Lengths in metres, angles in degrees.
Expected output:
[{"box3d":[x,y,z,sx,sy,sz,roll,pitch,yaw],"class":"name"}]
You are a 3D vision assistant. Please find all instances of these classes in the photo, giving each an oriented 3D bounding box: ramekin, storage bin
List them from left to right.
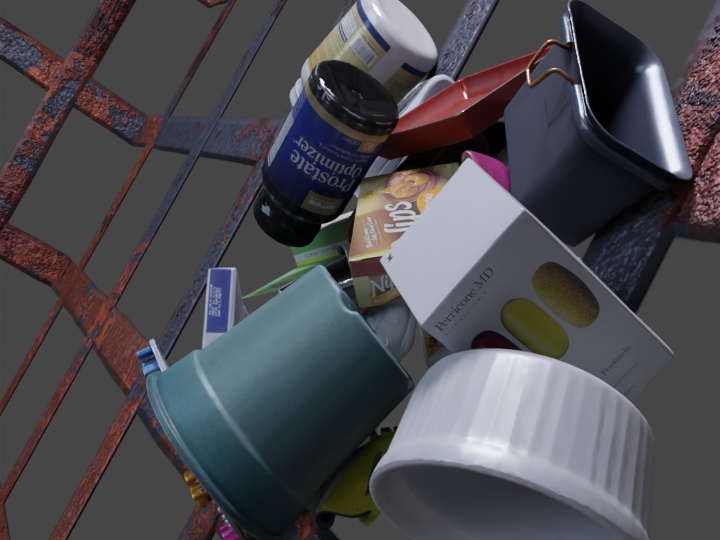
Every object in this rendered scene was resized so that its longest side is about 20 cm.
[{"box3d":[0.113,0.144,0.622,0.199,0.200,0.099,-21,36,49],"class":"ramekin"},{"box3d":[0.200,-0.132,0.823,0.135,0.143,0.203,-47,28,40],"class":"storage bin"}]

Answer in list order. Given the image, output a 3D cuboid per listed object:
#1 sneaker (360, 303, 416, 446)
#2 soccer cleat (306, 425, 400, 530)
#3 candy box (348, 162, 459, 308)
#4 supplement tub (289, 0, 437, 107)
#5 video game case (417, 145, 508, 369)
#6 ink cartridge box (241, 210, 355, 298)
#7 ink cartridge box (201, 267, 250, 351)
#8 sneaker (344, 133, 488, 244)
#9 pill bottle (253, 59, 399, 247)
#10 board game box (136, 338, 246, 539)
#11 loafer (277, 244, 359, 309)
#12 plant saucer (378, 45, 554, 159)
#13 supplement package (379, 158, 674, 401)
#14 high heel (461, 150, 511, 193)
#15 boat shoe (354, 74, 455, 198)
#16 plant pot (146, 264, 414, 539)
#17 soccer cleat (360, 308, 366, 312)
[{"box3d":[-0.001,0.088,0.964,0.074,0.099,0.204,-16,47,54],"class":"sneaker"},{"box3d":[0.018,0.206,0.876,0.198,0.064,0.086,-30,68,37],"class":"soccer cleat"},{"box3d":[0.053,-0.042,0.898,0.112,0.056,0.201,-9,28,9],"class":"candy box"},{"box3d":[0.001,-0.292,1.291,0.200,0.143,0.146,-42,31,28],"class":"supplement tub"},{"box3d":[0.124,-0.017,0.944,0.182,0.023,0.202,-44,32,27],"class":"video game case"},{"box3d":[-0.047,-0.031,1.099,0.198,0.049,0.144,-26,7,-37],"class":"ink cartridge box"},{"box3d":[-0.172,0.123,1.113,0.201,0.039,0.205,94,176,-69],"class":"ink cartridge box"},{"box3d":[0.063,-0.096,1.053,0.199,0.068,0.090,-39,13,0],"class":"sneaker"},{"box3d":[-0.047,-0.127,1.006,0.201,0.110,0.113,-56,24,35],"class":"pill bottle"},{"box3d":[-0.193,0.209,1.016,0.025,0.202,0.202,-24,57,-11],"class":"board game box"},{"box3d":[0.000,0.000,0.967,0.198,0.071,0.070,-33,31,-12],"class":"loafer"},{"box3d":[0.122,-0.190,1.022,0.199,0.037,0.198,-35,16,-29],"class":"plant saucer"},{"box3d":[0.129,0.029,0.688,0.114,0.199,0.110,-48,29,9],"class":"supplement package"},{"box3d":[0.121,-0.016,0.821,0.067,0.095,0.204,-22,45,47],"class":"high heel"},{"box3d":[0.057,-0.173,1.175,0.201,0.072,0.071,-49,19,-5],"class":"boat shoe"},{"box3d":[-0.064,0.115,0.832,0.195,0.201,0.200,-39,29,-1],"class":"plant pot"},{"box3d":[-0.031,0.062,1.057,0.202,0.066,0.077,-62,6,-36],"class":"soccer cleat"}]
